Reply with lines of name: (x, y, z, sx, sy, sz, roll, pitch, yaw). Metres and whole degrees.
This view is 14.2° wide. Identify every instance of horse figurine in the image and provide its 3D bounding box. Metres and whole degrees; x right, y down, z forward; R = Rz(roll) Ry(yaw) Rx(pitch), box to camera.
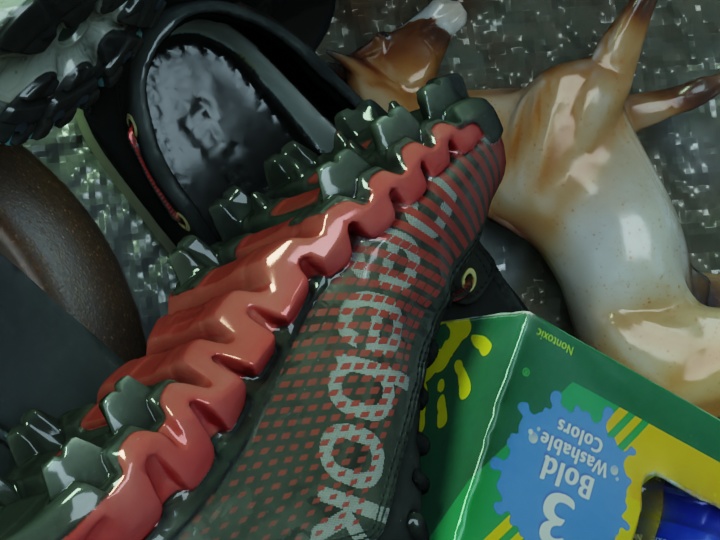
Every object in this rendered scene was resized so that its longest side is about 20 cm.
horse figurine: (0.095, -0.014, 0.886, 0.132, 0.050, 0.201, -32, 95, -5)

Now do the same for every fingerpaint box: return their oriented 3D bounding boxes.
fingerpaint box: (0.077, 0.129, 0.811, 0.199, 0.073, 0.168, 29, 70, -28)

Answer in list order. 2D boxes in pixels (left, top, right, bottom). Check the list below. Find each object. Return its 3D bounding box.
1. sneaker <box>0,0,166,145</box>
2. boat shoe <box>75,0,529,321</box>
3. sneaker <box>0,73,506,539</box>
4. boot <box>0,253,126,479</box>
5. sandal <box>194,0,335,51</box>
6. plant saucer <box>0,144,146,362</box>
sneaker: (-0.144, -0.054, 0.735, 0.086, 0.078, 0.200, 39, 46, 22)
boat shoe: (-0.002, 0.002, 0.848, 0.201, 0.063, 0.074, 47, 75, -13)
sneaker: (-0.014, 0.034, 0.762, 0.098, 0.071, 0.201, 50, 56, -16)
boot: (-0.089, 0.103, 0.777, 0.200, 0.065, 0.165, 44, 61, -28)
sandal: (-0.086, -0.135, 0.866, 0.200, 0.045, 0.075, 39, 75, -5)
plant saucer: (-0.154, 0.037, 0.823, 0.199, 0.037, 0.202, 3, 80, -15)
